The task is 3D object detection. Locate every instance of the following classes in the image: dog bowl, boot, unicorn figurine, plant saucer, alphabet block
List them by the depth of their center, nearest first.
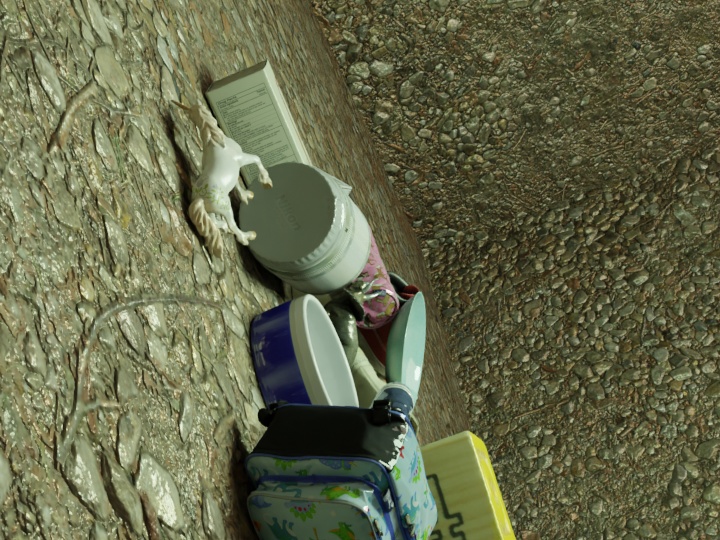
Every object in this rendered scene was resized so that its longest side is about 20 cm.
[{"bbox_3d":[-0.175,-0.122,1.142,0.137,0.073,0.201,48,27,-41],"label":"unicorn figurine"},{"bbox_3d":[-0.071,0.139,1.214,0.200,0.078,0.202,-20,90,-82],"label":"dog bowl"},{"bbox_3d":[0.012,0.253,1.243,0.090,0.072,0.202,-70,-178,-72],"label":"boot"},{"bbox_3d":[0.026,0.225,1.410,0.155,0.072,0.201,46,-22,34],"label":"boot"},{"bbox_3d":[0.069,0.133,1.462,0.201,0.038,0.204,5,90,-76],"label":"plant saucer"},{"bbox_3d":[0.129,0.394,1.491,0.195,0.198,0.198,46,25,-70],"label":"alphabet block"},{"bbox_3d":[0.062,0.095,1.555,0.201,0.143,0.073,54,33,-23],"label":"boot"}]

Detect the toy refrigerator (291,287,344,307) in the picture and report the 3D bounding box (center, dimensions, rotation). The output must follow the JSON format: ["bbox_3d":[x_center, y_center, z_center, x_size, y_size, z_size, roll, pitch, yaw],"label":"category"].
[{"bbox_3d":[-0.078,0.003,1.520,0.076,0.069,0.201,52,18,-43],"label":"toy refrigerator"}]

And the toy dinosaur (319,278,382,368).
[{"bbox_3d":[-0.041,0.101,1.335,0.077,0.101,0.202,34,64,-65],"label":"toy dinosaur"}]

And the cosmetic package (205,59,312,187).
[{"bbox_3d":[-0.152,-0.211,1.418,0.087,0.102,0.202,-94,164,-67],"label":"cosmetic package"}]

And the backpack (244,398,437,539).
[{"bbox_3d":[-0.020,0.256,0.969,0.147,0.181,0.201,-61,138,-48],"label":"backpack"}]

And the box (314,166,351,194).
[{"bbox_3d":[-0.090,-0.150,1.612,0.116,0.061,0.200,29,7,4],"label":"box"}]

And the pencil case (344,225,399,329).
[{"bbox_3d":[0.000,0.000,1.466,0.201,0.082,0.087,-109,-178,-47],"label":"pencil case"}]

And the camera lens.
[{"bbox_3d":[-0.078,-0.058,1.338,0.200,0.158,0.162,43,28,-71],"label":"camera lens"}]

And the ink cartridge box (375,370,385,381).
[{"bbox_3d":[0.037,0.170,1.629,0.162,0.050,0.202,-32,117,-58],"label":"ink cartridge box"}]
